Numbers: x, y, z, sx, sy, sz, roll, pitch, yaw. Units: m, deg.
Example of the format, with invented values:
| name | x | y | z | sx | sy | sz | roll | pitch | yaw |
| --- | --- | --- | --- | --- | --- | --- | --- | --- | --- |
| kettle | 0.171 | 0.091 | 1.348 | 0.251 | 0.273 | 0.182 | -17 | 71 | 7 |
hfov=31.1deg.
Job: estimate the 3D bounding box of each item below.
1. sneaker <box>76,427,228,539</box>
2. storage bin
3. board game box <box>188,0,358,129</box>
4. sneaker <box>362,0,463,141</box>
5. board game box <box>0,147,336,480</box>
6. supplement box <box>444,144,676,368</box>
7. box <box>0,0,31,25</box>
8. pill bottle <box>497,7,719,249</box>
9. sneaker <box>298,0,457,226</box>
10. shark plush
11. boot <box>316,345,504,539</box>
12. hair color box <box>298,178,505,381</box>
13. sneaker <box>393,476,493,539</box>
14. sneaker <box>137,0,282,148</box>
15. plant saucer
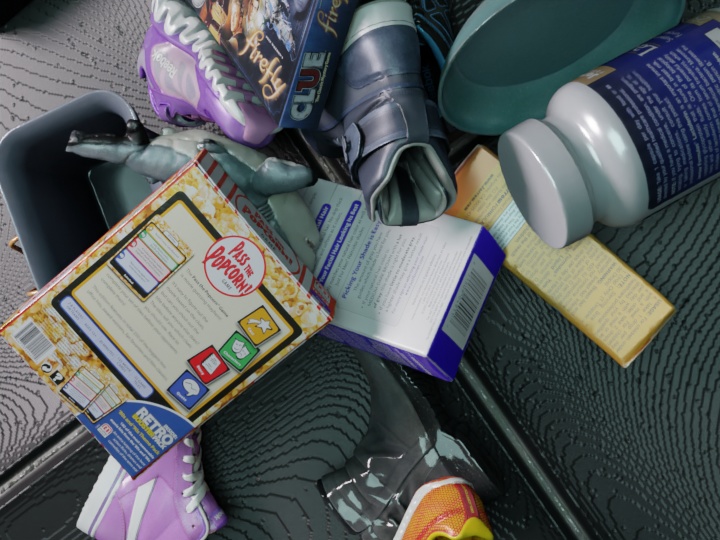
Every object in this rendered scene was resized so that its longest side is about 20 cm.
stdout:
| name | x | y | z | sx | sy | sz | roll | pitch | yaw |
| --- | --- | --- | --- | --- | --- | --- | --- | --- | --- |
| sneaker | -0.146 | 0.156 | 1.083 | 0.114 | 0.073 | 0.202 | 28 | 106 | 6 |
| storage bin | -0.197 | -0.026 | 1.055 | 0.144 | 0.134 | 0.202 | -23 | 85 | 10 |
| board game box | -0.068 | -0.217 | 0.969 | 0.200 | 0.034 | 0.136 | 54 | 135 | 42 |
| sneaker | 0.042 | -0.204 | 1.034 | 0.073 | 0.082 | 0.202 | -22 | 86 | 10 |
| board game box | -0.140 | 0.034 | 0.947 | 0.199 | 0.046 | 0.152 | -38 | 102 | 12 |
| supplement box | 0.153 | -0.012 | 1.022 | 0.199 | 0.067 | 0.069 | 39 | 97 | 9 |
| box | -0.293 | -0.322 | 1.100 | 0.199 | 0.079 | 0.142 | -35 | 87 | 10 |
| pill bottle | 0.208 | -0.102 | 0.956 | 0.199 | 0.116 | 0.117 | -28 | 85 | -12 |
| sneaker | 0.008 | -0.089 | 0.977 | 0.076 | 0.202 | 0.148 | -12 | 75 | -17 |
| shark plush | -0.116 | -0.059 | 0.955 | 0.198 | 0.091 | 0.084 | 21 | 88 | -26 |
| boot | 0.011 | 0.139 | 1.052 | 0.131 | 0.070 | 0.201 | -38 | 79 | 14 |
| hair color box | 0.000 | 0.000 | 1.009 | 0.198 | 0.065 | 0.110 | 18 | 76 | 30 |
| sneaker | 0.047 | 0.253 | 1.010 | 0.072 | 0.077 | 0.202 | 4 | 124 | -17 |
| sneaker | -0.126 | -0.147 | 1.046 | 0.089 | 0.080 | 0.200 | -56 | 45 | 19 |
| plant saucer | 0.143 | -0.174 | 0.965 | 0.198 | 0.200 | 0.036 | -26 | 66 | 10 |
